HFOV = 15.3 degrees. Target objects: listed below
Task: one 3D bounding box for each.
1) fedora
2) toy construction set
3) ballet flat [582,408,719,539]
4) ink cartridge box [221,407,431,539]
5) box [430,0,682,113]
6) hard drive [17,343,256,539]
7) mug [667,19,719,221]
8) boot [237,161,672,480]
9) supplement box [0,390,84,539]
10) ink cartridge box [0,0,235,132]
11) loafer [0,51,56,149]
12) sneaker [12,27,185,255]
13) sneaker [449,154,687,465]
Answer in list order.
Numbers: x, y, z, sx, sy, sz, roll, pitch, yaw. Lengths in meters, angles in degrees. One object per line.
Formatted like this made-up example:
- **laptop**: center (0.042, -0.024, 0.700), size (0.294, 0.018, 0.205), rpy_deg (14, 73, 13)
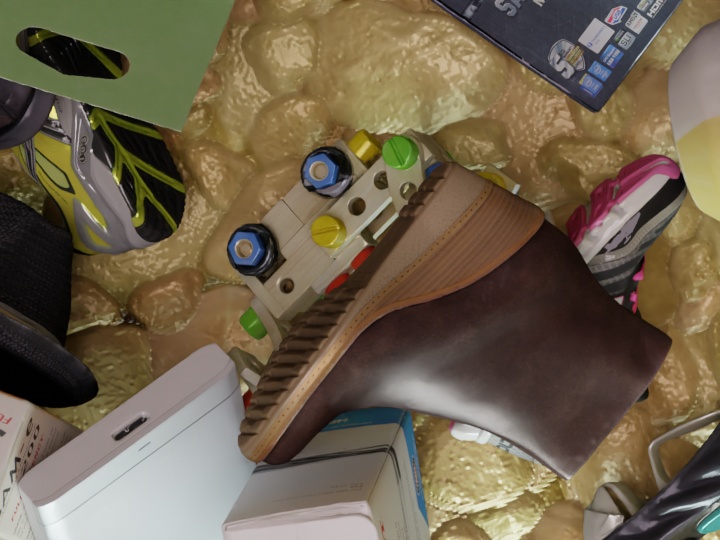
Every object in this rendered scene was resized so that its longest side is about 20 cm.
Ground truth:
- **fedora**: center (-0.224, 0.003, 1.502), size (0.200, 0.201, 0.092), rpy_deg (20, 74, 4)
- **toy construction set**: center (0.000, 0.000, 1.484), size (0.200, 0.092, 0.131), rpy_deg (-41, 74, -1)
- **ballet flat**: center (0.174, 0.134, 1.513), size (0.073, 0.073, 0.200), rpy_deg (45, 110, -3)
- **ink cartridge box**: center (-0.010, 0.172, 1.473), size (0.086, 0.200, 0.147), rpy_deg (-7, 100, 10)
- **box**: center (0.116, -0.200, 1.412), size (0.158, 0.051, 0.200), rpy_deg (36, 131, 0)
- **hard drive**: center (-0.113, 0.139, 1.474), size (0.132, 0.200, 0.027), rpy_deg (-36, 59, -20)
- **mug**: center (0.244, -0.075, 1.402), size (0.153, 0.187, 0.150), rpy_deg (-11, 122, 19)
- **boot**: center (0.051, 0.062, 1.410), size (0.166, 0.072, 0.200), rpy_deg (41, 86, -15)
- **supplement box**: center (-0.212, 0.104, 1.474), size (0.126, 0.200, 0.074), rpy_deg (18, 82, 17)
- **ink cartridge box**: center (-0.129, -0.181, 1.430), size (0.145, 0.200, 0.048), rpy_deg (17, 144, 4)
- **loafer**: center (-0.253, -0.094, 1.481), size (0.200, 0.063, 0.072), rpy_deg (-9, 63, 41)
- **sneaker**: center (-0.174, -0.098, 1.507), size (0.076, 0.075, 0.200), rpy_deg (-23, 89, 33)
- **sneaker**: center (0.134, 0.029, 1.490), size (0.087, 0.074, 0.200), rpy_deg (32, 106, -4)
